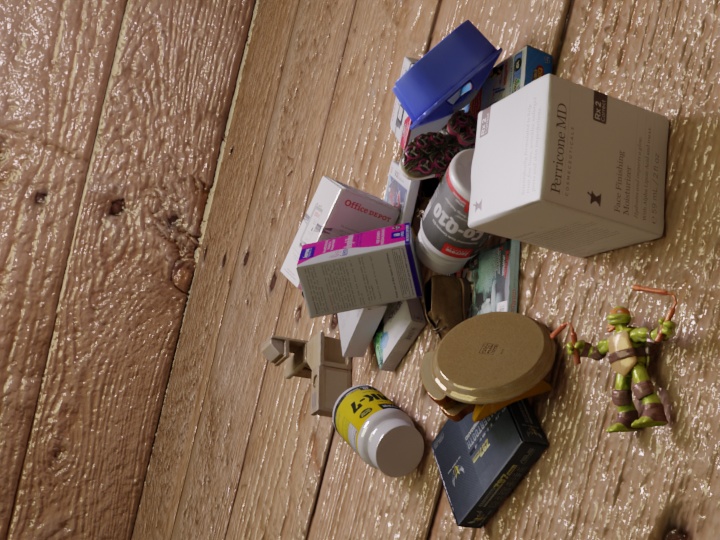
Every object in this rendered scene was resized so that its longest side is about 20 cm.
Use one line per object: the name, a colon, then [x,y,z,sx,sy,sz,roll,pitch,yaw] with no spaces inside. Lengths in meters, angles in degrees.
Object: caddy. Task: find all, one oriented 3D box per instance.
caddy: [0.146,-0.318,1.397,0.200,0.105,0.141,-41,5,2]

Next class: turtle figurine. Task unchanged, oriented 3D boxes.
turtle figurine: [0.321,0.114,1.031,0.199,0.064,0.164,-26,63,51]

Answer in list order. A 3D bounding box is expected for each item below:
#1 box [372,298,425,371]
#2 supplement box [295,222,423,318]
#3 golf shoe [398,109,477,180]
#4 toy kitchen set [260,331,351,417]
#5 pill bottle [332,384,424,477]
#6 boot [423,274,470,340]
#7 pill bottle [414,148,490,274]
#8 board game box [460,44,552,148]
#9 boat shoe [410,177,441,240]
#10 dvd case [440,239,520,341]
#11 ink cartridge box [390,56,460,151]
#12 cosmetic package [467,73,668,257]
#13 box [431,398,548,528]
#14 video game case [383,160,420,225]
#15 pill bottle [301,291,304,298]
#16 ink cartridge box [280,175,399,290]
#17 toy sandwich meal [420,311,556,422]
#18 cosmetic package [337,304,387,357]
box: [0.064,0.077,1.659,0.145,0.036,0.201,-60,28,35]
supplement box: [0.000,0.000,1.435,0.101,0.197,0.105,-85,-20,-66]
golf shoe: [0.124,-0.187,1.374,0.073,0.199,0.092,49,139,6]
toy kitchen set: [-0.134,0.247,1.861,0.200,0.161,0.183,-42,42,53]
pill bottle: [0.032,0.291,1.528,0.200,0.113,0.116,27,103,65]
boot: [0.140,0.101,1.379,0.074,0.075,0.202,-42,43,51]
pill bottle: [0.163,-0.088,1.352,0.201,0.112,0.115,115,155,-51]
board game box: [0.235,-0.241,1.407,0.195,0.055,0.203,-20,61,63]
boat shoe: [0.129,-0.116,1.561,0.202,0.069,0.071,-100,28,-42]
dvd case: [0.196,0.041,1.398,0.200,0.022,0.148,153,125,-62]
ink cartridge box: [0.120,-0.314,1.601,0.200,0.082,0.147,-106,26,-67]
cosmetic package: [0.269,-0.128,1.098,0.165,0.198,0.167,-19,62,63]
box: [0.188,0.264,1.270,0.201,0.050,0.159,-61,29,32]
video game case: [0.066,-0.099,1.626,0.182,0.023,0.203,-120,40,-71]
pill bottle: [-0.063,-0.023,1.898,0.202,0.111,0.112,-70,25,18]
ink cartridge box: [-0.037,-0.054,1.553,0.083,0.145,0.202,39,107,51]
toy sandwich meal: [0.188,0.142,1.220,0.206,0.203,0.071,-120,7,-56]
cosmetic package: [-0.002,0.061,1.691,0.201,0.051,0.152,112,157,-53]
